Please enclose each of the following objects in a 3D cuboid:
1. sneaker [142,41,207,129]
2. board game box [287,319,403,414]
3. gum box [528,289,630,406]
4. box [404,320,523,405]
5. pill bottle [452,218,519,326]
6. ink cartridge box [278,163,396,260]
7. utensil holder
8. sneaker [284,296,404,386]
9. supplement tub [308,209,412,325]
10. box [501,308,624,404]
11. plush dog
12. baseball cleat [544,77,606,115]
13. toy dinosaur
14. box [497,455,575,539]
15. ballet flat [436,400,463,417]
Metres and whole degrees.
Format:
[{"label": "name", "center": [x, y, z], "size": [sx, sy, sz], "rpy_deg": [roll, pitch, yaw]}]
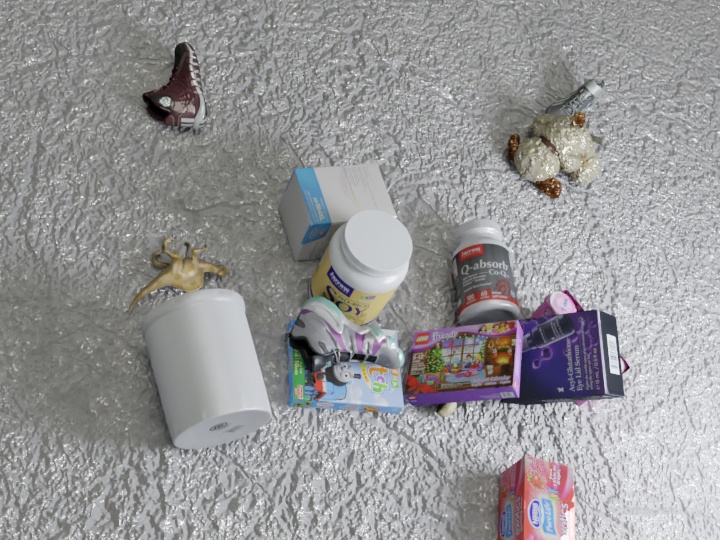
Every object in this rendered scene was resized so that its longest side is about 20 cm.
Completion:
[{"label": "sneaker", "center": [-0.373, -0.366, 1.677], "size": [0.115, 0.076, 0.201], "rpy_deg": [-7, 62, -21]}, {"label": "board game box", "center": [-0.027, 0.169, 1.496], "size": [0.198, 0.037, 0.152], "rpy_deg": [7, 56, -18]}, {"label": "gum box", "center": [0.403, 0.143, 1.634], "size": [0.066, 0.114, 0.201], "rpy_deg": [-26, 71, -32]}, {"label": "box", "center": [0.182, 0.162, 1.501], "size": [0.198, 0.039, 0.138], "rpy_deg": [-9, 47, 25]}, {"label": "pill bottle", "center": [0.237, 0.009, 1.652], "size": [0.115, 0.116, 0.201], "rpy_deg": [7, 57, -17]}, {"label": "ink cartridge box", "center": [-0.034, -0.112, 1.614], "size": [0.198, 0.129, 0.126], "rpy_deg": [-7, 62, -24]}, {"label": "utensil holder", "center": [-0.240, 0.156, 1.339], "size": [0.169, 0.170, 0.201], "rpy_deg": [-7, 64, -25]}, {"label": "sneaker", "center": [-0.036, 0.145, 1.443], "size": [0.199, 0.078, 0.140], "rpy_deg": [27, 53, 9]}, {"label": "supplement tub", "center": [0.000, 0.000, 1.511], "size": [0.144, 0.200, 0.146], "rpy_deg": [10, 56, -15]}, {"label": "box", "center": [0.352, 0.159, 1.522], "size": [0.104, 0.199, 0.149], "rpy_deg": [17, 66, -55]}, {"label": "plush dog", "center": [0.422, -0.262, 1.896], "size": [0.171, 0.161, 0.200], "rpy_deg": [-38, 74, -7]}, {"label": "baseball cleat", "center": [0.509, -0.402, 2.027], "size": [0.070, 0.107, 0.200], "rpy_deg": [46, 56, 5]}, {"label": "toy dinosaur", "center": [-0.319, -0.002, 1.476], "size": [0.199, 0.058, 0.102], "rpy_deg": [-20, 69, -30]}, {"label": "box", "center": [0.290, 0.425, 1.419], "size": [0.094, 0.103, 0.201], "rpy_deg": [16, 56, -11]}, {"label": "ballet flat", "center": [0.210, 0.206, 1.548], "size": [0.200, 0.066, 0.057], "rpy_deg": [-35, 86, -33]}]
